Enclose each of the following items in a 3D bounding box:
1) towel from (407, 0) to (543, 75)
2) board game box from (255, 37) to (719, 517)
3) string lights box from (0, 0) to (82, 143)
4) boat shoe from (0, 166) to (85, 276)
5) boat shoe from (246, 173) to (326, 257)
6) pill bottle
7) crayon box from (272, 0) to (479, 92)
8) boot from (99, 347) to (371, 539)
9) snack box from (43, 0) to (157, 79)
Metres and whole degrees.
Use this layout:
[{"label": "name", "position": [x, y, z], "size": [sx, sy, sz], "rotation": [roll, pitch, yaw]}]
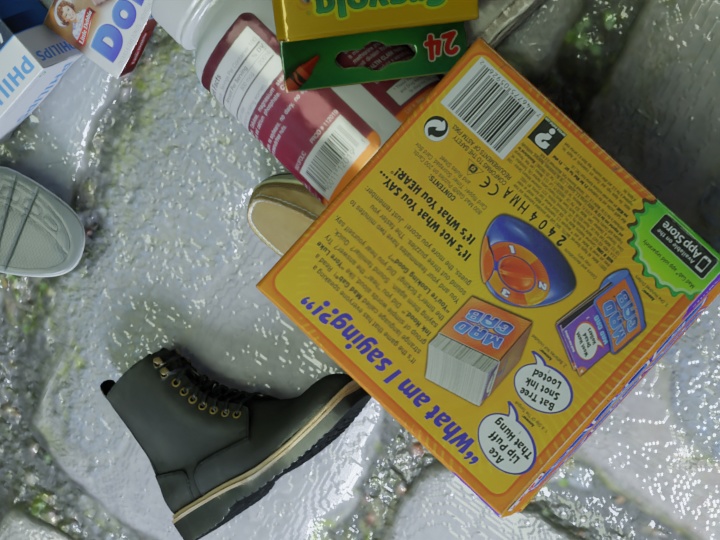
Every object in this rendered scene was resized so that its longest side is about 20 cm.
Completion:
[{"label": "towel", "position": [0.042, -0.235, 1.579], "size": [0.132, 0.034, 0.200], "rotation": [-41, 84, 30]}, {"label": "board game box", "position": [0.087, 0.010, 1.497], "size": [0.200, 0.200, 0.200], "rotation": [43, 92, 8]}, {"label": "string lights box", "position": [-0.305, -0.193, 1.755], "size": [0.200, 0.059, 0.103], "rotation": [49, 120, 5]}, {"label": "boat shoe", "position": [-0.289, -0.046, 1.800], "size": [0.201, 0.065, 0.075], "rotation": [15, 93, 17]}, {"label": "boat shoe", "position": [0.000, 0.000, 1.641], "size": [0.199, 0.076, 0.072], "rotation": [25, 137, 19]}, {"label": "pill bottle", "position": [-0.037, -0.134, 1.604], "size": [0.200, 0.114, 0.114], "rotation": [45, 120, 8]}, {"label": "crayon box", "position": [0.004, -0.217, 1.514], "size": [0.126, 0.051, 0.201], "rotation": [-8, 96, -7]}, {"label": "boot", "position": [-0.097, 0.094, 1.735], "size": [0.200, 0.077, 0.139], "rotation": [-38, 82, 30]}, {"label": "snack box", "position": [-0.150, -0.235, 1.682], "size": [0.072, 0.024, 0.200], "rotation": [36, 118, 11]}]
